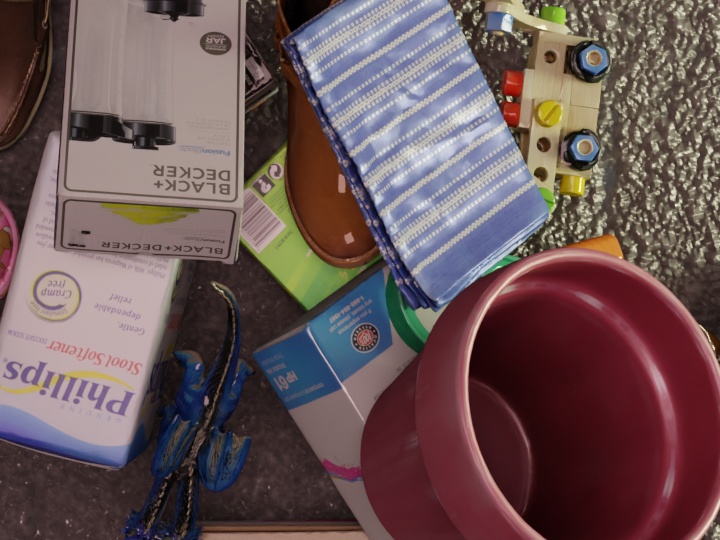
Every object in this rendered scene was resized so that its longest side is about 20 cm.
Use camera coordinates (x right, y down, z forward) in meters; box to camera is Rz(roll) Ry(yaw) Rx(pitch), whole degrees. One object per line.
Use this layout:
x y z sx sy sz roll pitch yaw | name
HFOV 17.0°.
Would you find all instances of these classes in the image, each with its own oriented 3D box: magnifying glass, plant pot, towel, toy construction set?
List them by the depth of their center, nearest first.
0.097 0.103 1.471 0.199 0.179 0.202 9 71 -28 | plant pot
0.041 -0.089 1.551 0.145 0.024 0.201 -36 105 -38 | towel
0.099 0.007 1.601 0.199 0.022 0.080 -15 82 -39 | magnifying glass
0.103 -0.113 1.653 0.130 0.092 0.202 7 99 -7 | toy construction set

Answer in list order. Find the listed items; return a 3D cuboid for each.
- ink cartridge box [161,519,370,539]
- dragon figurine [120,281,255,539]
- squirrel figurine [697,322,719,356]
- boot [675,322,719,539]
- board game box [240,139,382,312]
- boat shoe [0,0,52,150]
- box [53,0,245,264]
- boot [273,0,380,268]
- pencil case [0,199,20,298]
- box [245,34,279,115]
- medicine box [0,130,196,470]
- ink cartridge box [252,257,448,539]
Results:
-0.053 0.255 1.656 0.198 0.075 0.166 0 88 0 | ink cartridge box
-0.105 0.107 1.572 0.058 0.100 0.201 16 130 -14 | dragon figurine
0.295 0.099 1.603 0.141 0.187 0.201 -30 91 -3 | squirrel figurine
0.205 0.124 1.554 0.070 0.146 0.201 -30 92 -31 | boot
0.000 0.000 1.682 0.096 0.030 0.200 -44 88 -1 | board game box
-0.247 -0.185 1.657 0.074 0.075 0.204 8 90 0 | boat shoe
-0.128 -0.106 1.501 0.116 0.060 0.201 5 56 -7 | box
-0.019 -0.117 1.591 0.076 0.155 0.202 -1 68 4 | boot
-0.296 -0.027 1.595 0.082 0.200 0.087 -11 103 -27 | pencil case
-0.124 -0.200 1.642 0.035 0.110 0.201 -33 89 -1 | box
-0.173 0.020 1.603 0.102 0.182 0.202 14 90 0 | medicine box
0.045 0.095 1.601 0.144 0.085 0.201 -35 94 -35 | ink cartridge box
